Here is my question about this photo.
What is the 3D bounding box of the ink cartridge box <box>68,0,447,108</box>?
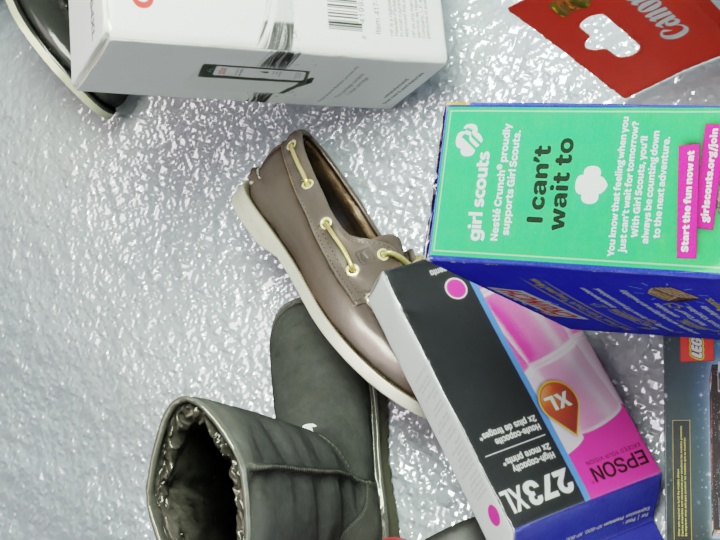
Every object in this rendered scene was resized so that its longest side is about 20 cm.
[{"bbox_3d":[-0.061,-0.176,0.849,0.084,0.197,0.148,150,118,-62],"label":"ink cartridge box"}]

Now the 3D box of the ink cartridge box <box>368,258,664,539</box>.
[{"bbox_3d":[0.087,0.078,0.784,0.202,0.094,0.037,64,153,21],"label":"ink cartridge box"}]

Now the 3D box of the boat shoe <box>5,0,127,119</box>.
[{"bbox_3d":[-0.203,-0.193,1.014,0.063,0.074,0.203,-33,71,9],"label":"boat shoe"}]

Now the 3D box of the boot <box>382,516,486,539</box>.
[{"bbox_3d":[0.023,0.228,0.810,0.200,0.072,0.145,-42,63,9],"label":"boot"}]

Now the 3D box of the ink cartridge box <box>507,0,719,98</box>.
[{"bbox_3d":[0.191,-0.119,0.716,0.198,0.160,0.048,-19,71,27],"label":"ink cartridge box"}]

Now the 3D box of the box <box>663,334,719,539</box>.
[{"bbox_3d":[0.218,0.036,0.743,0.135,0.038,0.203,-4,79,30],"label":"box"}]

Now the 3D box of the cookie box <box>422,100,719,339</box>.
[{"bbox_3d":[0.153,-0.016,0.670,0.198,0.171,0.076,3,80,31],"label":"cookie box"}]

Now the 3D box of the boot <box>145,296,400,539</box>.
[{"bbox_3d":[-0.050,0.086,0.799,0.072,0.199,0.184,-26,69,23],"label":"boot"}]

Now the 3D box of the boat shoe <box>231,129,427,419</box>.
[{"bbox_3d":[0.000,0.000,0.863,0.060,0.072,0.200,-50,56,16],"label":"boat shoe"}]
